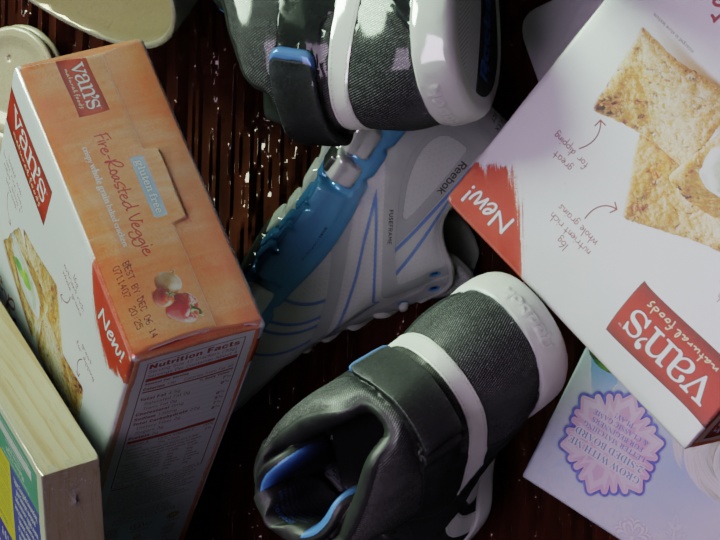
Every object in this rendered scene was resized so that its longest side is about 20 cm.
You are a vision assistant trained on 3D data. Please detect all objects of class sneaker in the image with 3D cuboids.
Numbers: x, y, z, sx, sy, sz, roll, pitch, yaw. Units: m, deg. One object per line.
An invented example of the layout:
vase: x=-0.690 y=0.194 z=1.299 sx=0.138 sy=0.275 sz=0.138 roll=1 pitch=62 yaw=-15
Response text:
sneaker: x=-0.001 y=0.079 z=0.923 sx=0.073 sy=0.111 sz=0.200 roll=51 pitch=150 yaw=17
sneaker: x=0.000 y=0.000 z=0.991 sx=0.086 sy=0.075 sz=0.200 roll=30 pitch=125 yaw=-11
sneaker: x=-0.003 y=-0.142 z=0.919 sx=0.111 sy=0.073 sz=0.201 roll=-7 pitch=55 yaw=21

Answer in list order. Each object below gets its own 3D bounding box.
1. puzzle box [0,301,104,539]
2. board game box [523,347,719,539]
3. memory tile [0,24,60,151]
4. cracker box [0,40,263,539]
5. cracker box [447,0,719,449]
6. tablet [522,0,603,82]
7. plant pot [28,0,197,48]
puzzle box: x=-0.152 y=0.075 z=0.990 sx=0.200 sy=0.025 sz=0.134 roll=51 pitch=147 yaw=46
board game box: x=0.188 y=0.042 z=0.888 sx=0.199 sy=0.041 sz=0.201 roll=31 pitch=107 yaw=24
memory tile: x=-0.215 y=-0.031 z=1.132 sx=0.152 sy=0.017 sz=0.202 roll=18 pitch=103 yaw=26
cracker box: x=-0.106 y=0.020 z=0.974 sx=0.135 sy=0.057 sz=0.200 roll=65 pitch=155 yaw=24
cracker box: x=0.142 y=-0.054 z=0.852 sx=0.134 sy=0.058 sz=0.200 roll=46 pitch=113 yaw=20
tablet: x=0.148 y=-0.030 z=0.936 sx=0.129 sy=0.014 sz=0.202 roll=-21 pitch=85 yaw=28
plant pot: x=-0.115 y=-0.210 z=0.985 sx=0.199 sy=0.201 sz=0.135 roll=30 pitch=71 yaw=23
